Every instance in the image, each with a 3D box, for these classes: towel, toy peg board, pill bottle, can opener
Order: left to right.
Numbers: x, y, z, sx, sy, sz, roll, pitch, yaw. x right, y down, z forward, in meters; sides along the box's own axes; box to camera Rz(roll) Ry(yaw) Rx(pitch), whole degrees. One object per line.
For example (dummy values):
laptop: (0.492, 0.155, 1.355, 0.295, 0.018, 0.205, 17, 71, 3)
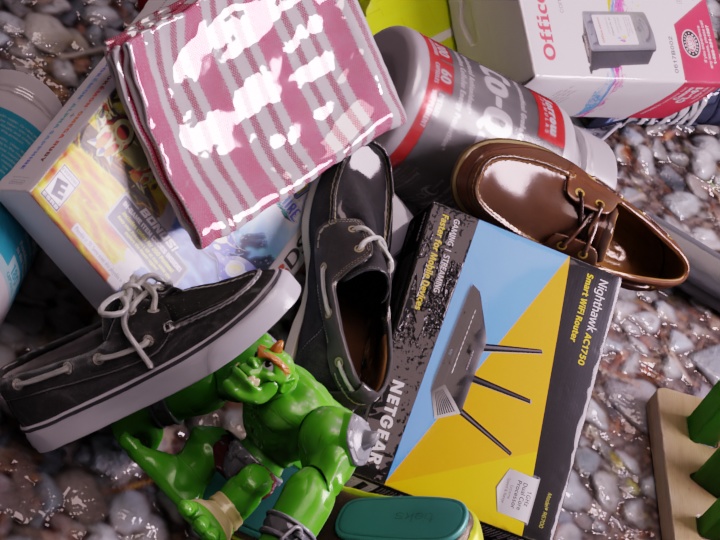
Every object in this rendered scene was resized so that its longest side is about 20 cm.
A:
pill bottle: (-0.253, -0.043, 1.341, 0.111, 0.111, 0.200, 25, 44, -7)
towel: (-0.061, -0.120, 1.338, 0.200, 0.030, 0.146, -34, 108, -34)
pill bottle: (0.083, -0.089, 1.517, 0.200, 0.114, 0.114, 23, 42, -30)
can opener: (0.219, -0.015, 1.641, 0.200, 0.053, 0.067, 26, 78, -4)
toy peg board: (0.323, 0.166, 1.491, 0.199, 0.098, 0.200, 16, 46, -17)

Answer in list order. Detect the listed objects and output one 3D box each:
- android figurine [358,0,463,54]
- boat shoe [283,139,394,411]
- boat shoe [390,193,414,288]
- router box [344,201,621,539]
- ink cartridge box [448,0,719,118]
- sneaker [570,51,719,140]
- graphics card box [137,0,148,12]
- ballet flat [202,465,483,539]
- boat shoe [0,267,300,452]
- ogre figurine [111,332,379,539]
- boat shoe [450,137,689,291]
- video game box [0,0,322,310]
android figurine: (0.055, -0.147, 1.608, 0.182, 0.041, 0.200, -33, 96, -37)
boat shoe: (0.000, 0.000, 1.379, 0.072, 0.068, 0.200, 24, 62, -32)
boat shoe: (0.042, 0.025, 1.478, 0.074, 0.065, 0.200, -30, 88, -21)
router box: (0.081, 0.073, 1.414, 0.149, 0.051, 0.200, 21, 70, -12)
ink cartridge box: (0.174, -0.200, 1.629, 0.200, 0.086, 0.148, -2, 75, -36)
sneaker: (0.249, -0.143, 1.750, 0.200, 0.070, 0.109, 21, 42, -5)
graphics card box: (-0.072, -0.240, 1.572, 0.125, 0.051, 0.200, 8, 35, 18)
ballet flat: (-0.015, 0.167, 1.307, 0.200, 0.067, 0.067, 7, 46, 24)
boat shoe: (-0.134, 0.039, 1.278, 0.068, 0.199, 0.074, 58, 20, -16)
ogre figurine: (-0.069, 0.106, 1.275, 0.120, 0.200, 0.098, -43, 113, -8)
boat shoe: (0.153, -0.037, 1.462, 0.200, 0.072, 0.068, 24, 0, -33)
video game box: (-0.116, -0.048, 1.355, 0.200, 0.047, 0.182, 52, 57, -33)
